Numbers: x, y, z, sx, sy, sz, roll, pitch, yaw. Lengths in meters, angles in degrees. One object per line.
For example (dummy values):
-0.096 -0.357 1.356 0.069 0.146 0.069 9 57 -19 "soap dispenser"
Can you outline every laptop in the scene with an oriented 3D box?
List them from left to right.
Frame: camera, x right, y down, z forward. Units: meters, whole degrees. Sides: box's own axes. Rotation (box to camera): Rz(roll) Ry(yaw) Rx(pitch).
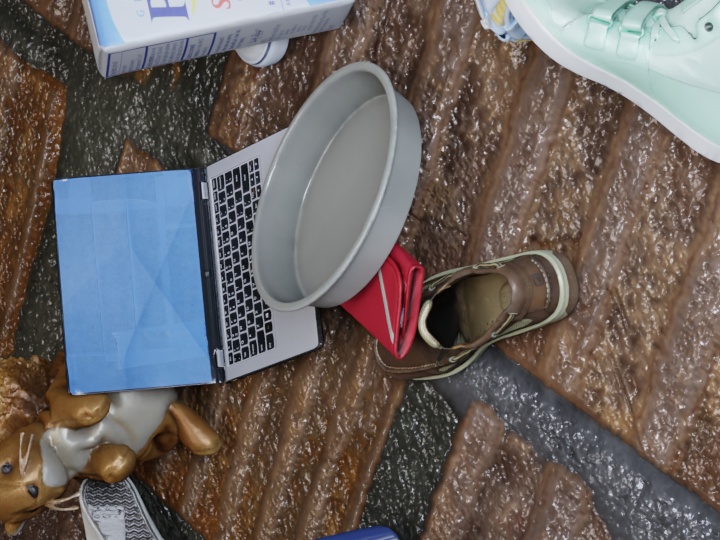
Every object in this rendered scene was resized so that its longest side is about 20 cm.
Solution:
-0.142 -0.008 1.843 0.200 0.116 0.188 -22 70 46 "laptop"

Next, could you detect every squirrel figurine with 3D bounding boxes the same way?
-0.257 0.139 1.947 0.200 0.187 0.142 18 144 57 "squirrel figurine"

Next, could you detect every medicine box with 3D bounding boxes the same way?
-0.122 -0.262 1.729 0.103 0.200 0.183 144 113 -80 "medicine box"

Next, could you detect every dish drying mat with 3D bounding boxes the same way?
0.000 0.000 1.735 0.200 0.018 0.077 -139 52 -62 "dish drying mat"

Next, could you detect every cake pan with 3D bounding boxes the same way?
-0.016 -0.059 1.724 0.200 0.037 0.201 -41 39 43 "cake pan"

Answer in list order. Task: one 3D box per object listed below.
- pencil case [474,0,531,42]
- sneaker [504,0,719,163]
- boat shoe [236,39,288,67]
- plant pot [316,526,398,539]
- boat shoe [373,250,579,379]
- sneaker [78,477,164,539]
0.079 -0.249 1.613 0.091 0.083 0.200 -51 58 19 "pencil case"
0.195 -0.170 1.480 0.200 0.074 0.118 34 128 5 "sneaker"
-0.120 -0.259 1.820 0.075 0.086 0.202 -19 82 47 "boat shoe"
-0.048 0.309 1.758 0.180 0.200 0.200 -30 75 38 "plant pot"
0.067 0.032 1.681 0.202 0.075 0.075 -31 75 45 "boat shoe"
-0.192 0.270 2.019 0.085 0.073 0.200 140 109 -76 "sneaker"
